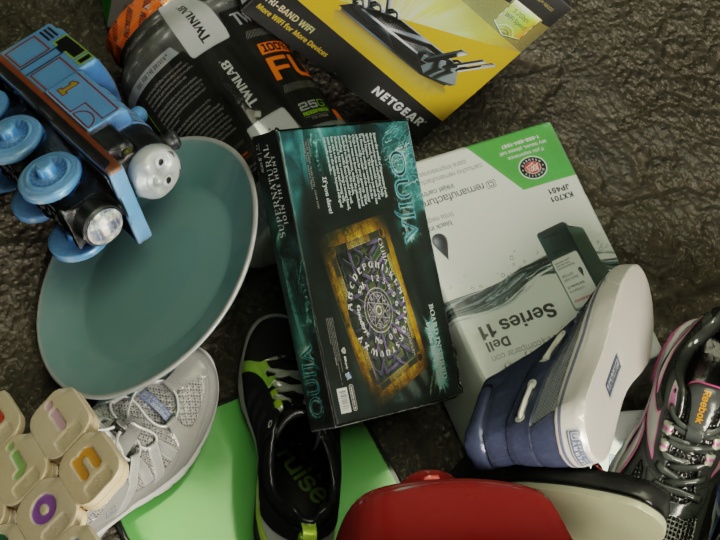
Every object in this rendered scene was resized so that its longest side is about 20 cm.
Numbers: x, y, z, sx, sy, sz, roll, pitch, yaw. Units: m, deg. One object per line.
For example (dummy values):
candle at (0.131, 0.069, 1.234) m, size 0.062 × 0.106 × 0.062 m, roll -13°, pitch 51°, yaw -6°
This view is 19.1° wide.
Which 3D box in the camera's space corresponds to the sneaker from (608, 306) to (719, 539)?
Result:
sneaker at (0.219, 0.109, 1.449) m, size 0.080 × 0.086 × 0.201 m, roll 14°, pitch 66°, yaw 0°

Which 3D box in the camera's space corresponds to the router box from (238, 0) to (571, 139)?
router box at (0.030, -0.203, 1.551) m, size 0.200 × 0.157 × 0.052 m, roll 32°, pitch 27°, yaw -37°

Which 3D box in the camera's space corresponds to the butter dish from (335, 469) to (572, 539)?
butter dish at (0.053, 0.198, 1.402) m, size 0.199 × 0.200 × 0.148 m, roll 1°, pitch 50°, yaw -12°

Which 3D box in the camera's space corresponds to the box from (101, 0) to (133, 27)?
box at (-0.098, -0.274, 1.574) m, size 0.176 × 0.200 × 0.097 m, roll -6°, pitch 62°, yaw -16°

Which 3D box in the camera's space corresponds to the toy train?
toy train at (-0.204, -0.088, 1.487) m, size 0.114 × 0.087 × 0.200 m, roll -37°, pitch 46°, yaw -15°

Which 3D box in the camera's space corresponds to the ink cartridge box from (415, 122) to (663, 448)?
ink cartridge box at (0.109, 0.011, 1.557) m, size 0.146 × 0.083 × 0.200 m, roll -18°, pitch 72°, yaw -22°

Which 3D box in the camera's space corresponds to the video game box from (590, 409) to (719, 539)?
video game box at (0.248, 0.191, 1.490) m, size 0.182 × 0.047 × 0.201 m, roll -5°, pitch 66°, yaw -10°

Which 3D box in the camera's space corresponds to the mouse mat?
mouse mat at (-0.069, 0.161, 1.481) m, size 0.200 × 0.008 × 0.161 m, roll -21°, pitch 71°, yaw -23°

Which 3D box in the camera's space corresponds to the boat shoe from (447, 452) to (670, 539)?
boat shoe at (0.133, 0.145, 1.440) m, size 0.074 × 0.201 × 0.063 m, roll 46°, pitch 63°, yaw -27°

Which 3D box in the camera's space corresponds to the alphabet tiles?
alphabet tiles at (-0.230, 0.170, 1.350) m, size 0.200 × 0.015 × 0.196 m, roll -47°, pitch 44°, yaw 4°

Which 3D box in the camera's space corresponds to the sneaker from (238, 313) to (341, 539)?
sneaker at (-0.039, 0.107, 1.459) m, size 0.071 × 0.083 × 0.200 m, roll 1°, pitch 57°, yaw -14°

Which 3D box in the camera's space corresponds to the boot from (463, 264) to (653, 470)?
boot at (0.136, 0.062, 1.453) m, size 0.090 × 0.073 × 0.200 m, roll -7°, pitch 27°, yaw 26°

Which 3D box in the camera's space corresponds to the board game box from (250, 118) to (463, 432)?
board game box at (0.000, 0.000, 1.453) m, size 0.135 × 0.028 × 0.201 m, roll -9°, pitch 87°, yaw -48°

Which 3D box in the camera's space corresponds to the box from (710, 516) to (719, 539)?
box at (0.301, 0.185, 1.417) m, size 0.122 × 0.106 × 0.200 m, roll 26°, pitch 63°, yaw 4°

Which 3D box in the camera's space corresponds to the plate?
plate at (-0.142, 0.001, 1.463) m, size 0.026 × 0.200 × 0.201 m, roll 37°, pitch 51°, yaw -43°

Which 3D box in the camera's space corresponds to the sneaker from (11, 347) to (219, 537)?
sneaker at (-0.161, 0.124, 1.425) m, size 0.075 × 0.082 × 0.200 m, roll 36°, pitch 65°, yaw 7°

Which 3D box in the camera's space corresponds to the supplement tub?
supplement tub at (-0.091, -0.113, 1.543) m, size 0.122 × 0.123 × 0.200 m, roll -30°, pitch 76°, yaw -25°
